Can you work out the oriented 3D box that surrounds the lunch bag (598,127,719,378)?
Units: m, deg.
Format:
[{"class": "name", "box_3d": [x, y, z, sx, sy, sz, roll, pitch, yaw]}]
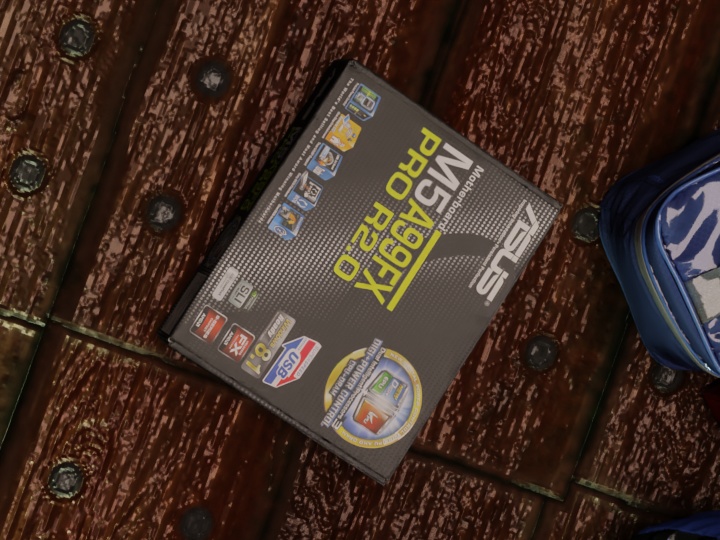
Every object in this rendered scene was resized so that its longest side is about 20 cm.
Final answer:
[{"class": "lunch bag", "box_3d": [0.258, -0.022, 1.482, 0.199, 0.132, 0.136, -28, 100, -9]}]

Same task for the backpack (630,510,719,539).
[{"class": "backpack", "box_3d": [0.236, 0.240, 1.489, 0.167, 0.162, 0.201, -11, 98, -42]}]

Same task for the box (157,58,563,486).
[{"class": "box", "box_3d": [0.000, 0.000, 1.466, 0.160, 0.044, 0.200, 35, 86, -13]}]

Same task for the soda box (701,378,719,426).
[{"class": "soda box", "box_3d": [0.316, 0.055, 1.538, 0.200, 0.063, 0.070, -32, 101, -10]}]
